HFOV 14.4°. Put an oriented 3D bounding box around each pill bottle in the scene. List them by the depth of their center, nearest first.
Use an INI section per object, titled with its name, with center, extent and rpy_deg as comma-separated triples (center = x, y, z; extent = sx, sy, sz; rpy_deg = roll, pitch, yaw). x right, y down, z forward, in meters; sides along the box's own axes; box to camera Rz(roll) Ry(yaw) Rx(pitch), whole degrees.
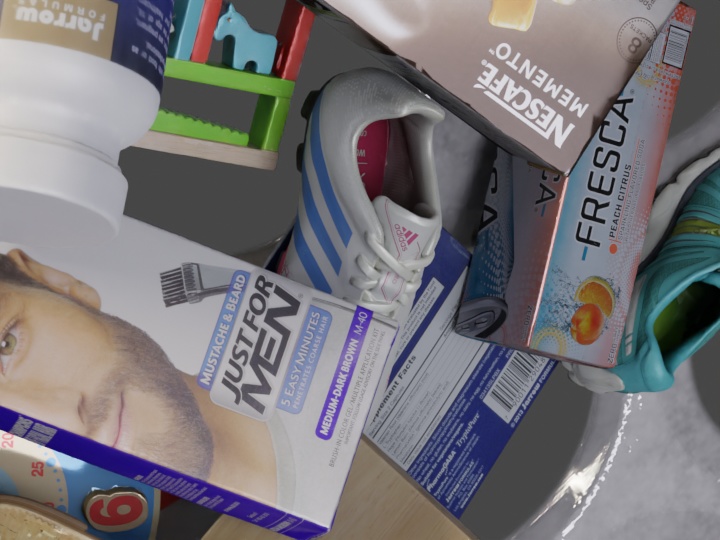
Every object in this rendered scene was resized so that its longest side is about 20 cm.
[pill bottle]
center = -0.141, -0.118, 1.281
extent = 0.116, 0.116, 0.200
rpy_deg = 17, 72, -34

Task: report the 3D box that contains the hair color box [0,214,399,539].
[hair color box]
center = -0.094, 0.043, 1.355
extent = 0.200, 0.065, 0.110
rpy_deg = 20, 75, -7

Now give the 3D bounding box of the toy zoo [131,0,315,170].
[toy zoo]
center = -0.076, -0.156, 1.406
extent = 0.131, 0.020, 0.200
rpy_deg = 9, 101, -34

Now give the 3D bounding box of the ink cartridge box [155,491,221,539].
[ink cartridge box]
center = -0.095, 0.145, 1.483
extent = 0.162, 0.050, 0.200
rpy_deg = -30, 123, -20

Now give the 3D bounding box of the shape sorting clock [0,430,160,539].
[shape sorting clock]
center = -0.195, 0.118, 1.396
extent = 0.200, 0.039, 0.200
rpy_deg = -4, 107, -13

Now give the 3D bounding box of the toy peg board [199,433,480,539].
[toy peg board]
center = -0.001, 0.206, 1.444
extent = 0.200, 0.199, 0.098
rpy_deg = -50, 168, 7

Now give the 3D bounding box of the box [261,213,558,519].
[box]
center = 0.016, 0.033, 1.514
extent = 0.200, 0.032, 0.121
rpy_deg = 43, 75, -36

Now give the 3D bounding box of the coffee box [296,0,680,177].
[coffee box]
center = 0.043, -0.149, 1.395
extent = 0.200, 0.080, 0.114
rpy_deg = 35, 87, -21

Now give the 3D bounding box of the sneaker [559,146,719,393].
[sneaker]
center = 0.194, 0.002, 1.583
extent = 0.200, 0.080, 0.078
rpy_deg = -47, 125, -27

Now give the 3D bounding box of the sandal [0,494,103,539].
[sandal]
center = -0.097, 0.168, 1.352
extent = 0.211, 0.070, 0.078
rpy_deg = 20, 100, -5

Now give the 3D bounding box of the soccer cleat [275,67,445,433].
[soccer cleat]
center = 0.000, 0.000, 1.422
extent = 0.070, 0.086, 0.200
rpy_deg = -2, 102, -36

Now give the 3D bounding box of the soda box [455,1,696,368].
[soda box]
center = 0.114, -0.053, 1.510
extent = 0.063, 0.068, 0.200
rpy_deg = 15, 87, -34
